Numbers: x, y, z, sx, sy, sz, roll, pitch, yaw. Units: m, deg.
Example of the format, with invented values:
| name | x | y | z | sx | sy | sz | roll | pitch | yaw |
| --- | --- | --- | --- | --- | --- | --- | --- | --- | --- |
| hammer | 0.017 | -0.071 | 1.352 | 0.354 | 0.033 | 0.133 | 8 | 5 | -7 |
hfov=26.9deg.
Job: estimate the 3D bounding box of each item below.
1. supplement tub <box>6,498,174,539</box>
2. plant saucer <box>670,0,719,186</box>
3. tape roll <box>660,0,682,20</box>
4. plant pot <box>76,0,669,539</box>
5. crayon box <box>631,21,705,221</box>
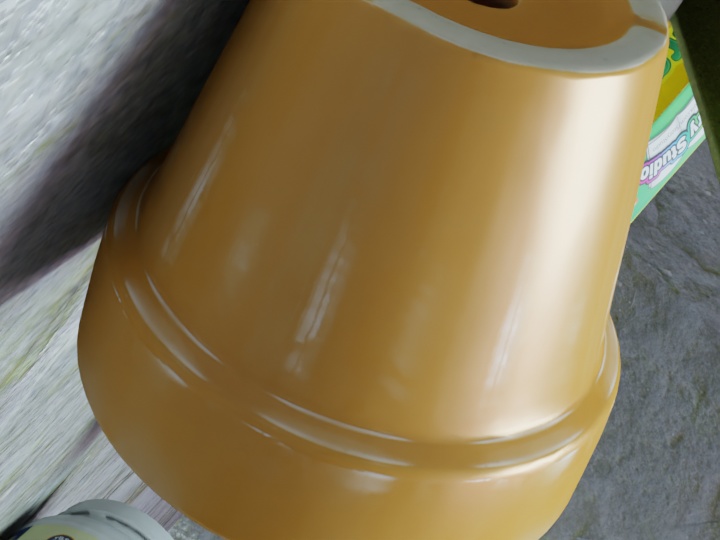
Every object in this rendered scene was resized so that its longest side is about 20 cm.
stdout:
| name | x | y | z | sx | sy | sz | roll | pitch | yaw |
| --- | --- | --- | --- | --- | --- | --- | --- | --- | --- |
| supplement tub | -0.208 | 0.251 | 0.985 | 0.145 | 0.145 | 0.200 | -50 | 176 | 30 |
| plant saucer | 0.231 | -0.141 | 0.709 | 0.200 | 0.048 | 0.201 | 124 | -29 | -43 |
| tape roll | 0.137 | -0.182 | 0.787 | 0.203 | 0.071 | 0.202 | -59 | -176 | 7 |
| plant pot | 0.015 | -0.028 | 0.528 | 0.200 | 0.200 | 0.184 | -43 | 158 | -52 |
| crayon box | 0.125 | -0.113 | 0.912 | 0.200 | 0.172 | 0.058 | -47 | 138 | -13 |
